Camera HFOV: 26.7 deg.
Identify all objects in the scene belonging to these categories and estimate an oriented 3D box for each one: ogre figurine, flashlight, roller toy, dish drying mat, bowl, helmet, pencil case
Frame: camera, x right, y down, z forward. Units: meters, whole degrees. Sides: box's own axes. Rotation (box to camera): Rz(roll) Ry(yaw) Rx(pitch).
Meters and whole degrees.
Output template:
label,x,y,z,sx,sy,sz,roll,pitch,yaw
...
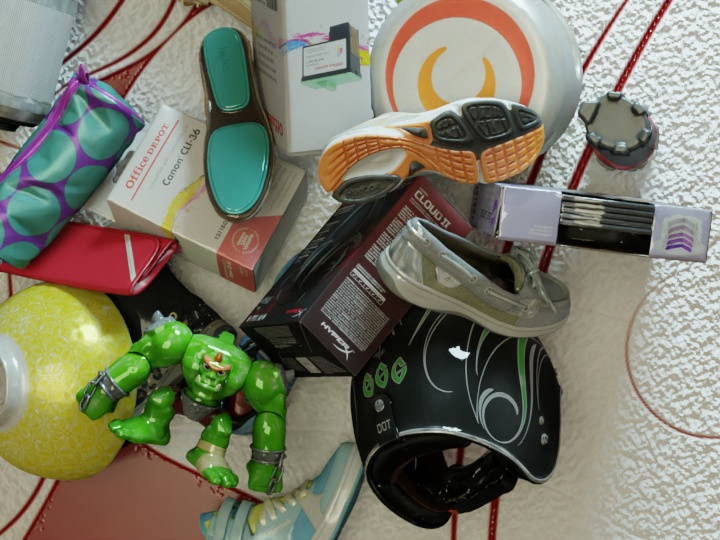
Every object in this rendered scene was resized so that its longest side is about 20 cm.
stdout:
label,x,y,z,sx,sy,sz,roll,pitch,yaw
ogre figurine,-0.149,0.116,1.389,0.199,0.098,0.120,26,96,15
flashlight,0.233,-0.122,1.345,0.067,0.200,0.068,-23,89,9
roller toy,0.108,-0.176,1.397,0.181,0.140,0.201,20,104,15
dish drying mat,-0.270,-0.016,1.468,0.199,0.018,0.077,10,53,36
bowl,-0.319,0.106,1.455,0.199,0.107,0.202,-1,88,40
helmet,0.087,0.117,1.376,0.199,0.201,0.191,5,48,5
pencil case,-0.299,-0.095,1.449,0.200,0.092,0.085,-49,43,2

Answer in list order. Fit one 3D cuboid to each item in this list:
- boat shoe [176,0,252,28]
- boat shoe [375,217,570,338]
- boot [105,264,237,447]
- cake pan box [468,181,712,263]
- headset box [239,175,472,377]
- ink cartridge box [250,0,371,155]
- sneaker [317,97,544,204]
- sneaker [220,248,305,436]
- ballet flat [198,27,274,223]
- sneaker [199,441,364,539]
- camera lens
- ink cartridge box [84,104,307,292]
label,x,y,z,sx,sy,sz,roll,pitch,yaw
boat shoe,-0.162,-0.295,1.482,0.200,0.074,0.069,41,121,-1
boat shoe,0.109,0.005,1.309,0.201,0.075,0.065,17,123,-30
boot,-0.237,0.075,1.504,0.203,0.073,0.154,-43,77,13
cake pan box,0.197,-0.045,1.337,0.183,0.200,0.053,5,95,-2
headset box,0.000,0.000,1.382,0.077,0.149,0.200,44,70,-16
ink cartridge box,-0.048,-0.219,1.392,0.083,0.145,0.201,-6,107,-14
sneaker,0.058,-0.115,1.313,0.199,0.092,0.076,-9,110,-4
sneaker,-0.079,0.075,1.461,0.078,0.090,0.201,26,95,9
ballet flat,-0.113,-0.129,1.413,0.068,0.067,0.201,-4,70,1
sneaker,-0.082,0.234,1.472,0.130,0.080,0.201,28,95,7
camera lens,-0.361,-0.245,1.468,0.159,0.160,0.201,16,94,9
ink cartridge box,-0.164,-0.078,1.466,0.199,0.068,0.117,25,71,9
